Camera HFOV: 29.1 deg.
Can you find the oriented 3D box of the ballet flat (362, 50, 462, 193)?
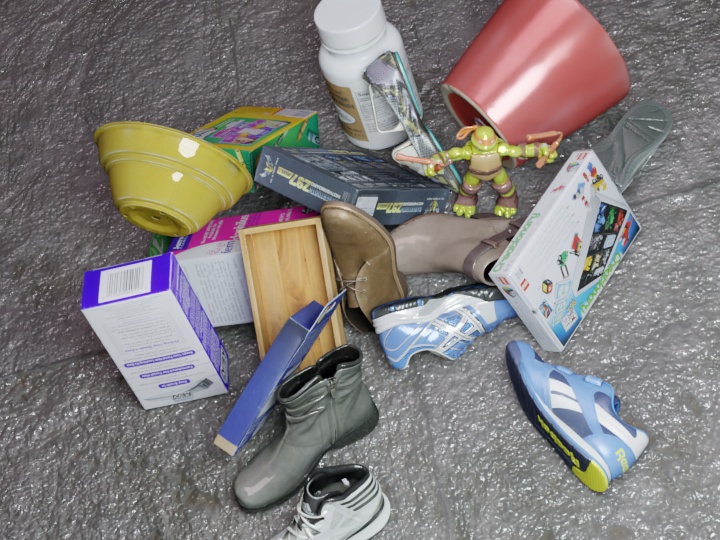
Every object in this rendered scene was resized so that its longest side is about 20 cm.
[{"bbox_3d":[0.060,-0.177,1.754,0.072,0.201,0.072,-27,12,6],"label":"ballet flat"}]

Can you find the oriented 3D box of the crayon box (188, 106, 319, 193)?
[{"bbox_3d":[-0.148,-0.161,1.819,0.118,0.059,0.200,7,23,23],"label":"crayon box"}]

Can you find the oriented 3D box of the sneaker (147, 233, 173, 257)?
[{"bbox_3d":[-0.244,-0.076,1.821,0.073,0.084,0.201,-4,51,15],"label":"sneaker"}]

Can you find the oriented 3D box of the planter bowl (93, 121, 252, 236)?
[{"bbox_3d":[-0.236,-0.095,1.670,0.199,0.200,0.084,7,70,23],"label":"planter bowl"}]

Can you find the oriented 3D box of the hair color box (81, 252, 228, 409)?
[{"bbox_3d":[-0.235,0.073,1.614,0.108,0.201,0.065,-12,46,9],"label":"hair color box"}]

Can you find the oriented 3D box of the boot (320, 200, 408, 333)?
[{"bbox_3d":[0.000,0.000,1.598,0.073,0.201,0.076,8,55,30],"label":"boot"}]

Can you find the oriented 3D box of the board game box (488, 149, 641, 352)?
[{"bbox_3d":[0.238,-0.023,1.588,0.034,0.126,0.200,1,47,51],"label":"board game box"}]

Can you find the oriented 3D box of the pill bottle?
[{"bbox_3d":[0.007,-0.266,1.819,0.113,0.201,0.115,-10,48,11],"label":"pill bottle"}]

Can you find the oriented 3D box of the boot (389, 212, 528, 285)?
[{"bbox_3d":[0.122,-0.019,1.636,0.199,0.071,0.146,-20,25,-11],"label":"boot"}]

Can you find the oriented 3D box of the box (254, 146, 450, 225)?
[{"bbox_3d":[-0.008,-0.105,1.709,0.157,0.199,0.051,27,108,32],"label":"box"}]

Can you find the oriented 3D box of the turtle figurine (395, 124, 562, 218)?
[{"bbox_3d":[0.141,-0.127,1.675,0.198,0.162,0.065,-10,58,-1],"label":"turtle figurine"}]

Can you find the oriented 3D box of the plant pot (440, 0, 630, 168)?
[{"bbox_3d":[0.210,-0.238,1.748,0.177,0.201,0.200,-43,51,-6],"label":"plant pot"}]

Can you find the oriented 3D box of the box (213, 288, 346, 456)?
[{"bbox_3d":[-0.087,0.103,1.539,0.032,0.121,0.201,34,102,4],"label":"box"}]

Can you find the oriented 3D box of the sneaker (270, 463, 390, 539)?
[{"bbox_3d":[-0.066,0.269,1.450,0.200,0.116,0.076,-36,49,-13],"label":"sneaker"}]

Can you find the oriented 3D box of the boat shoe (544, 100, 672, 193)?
[{"bbox_3d":[0.303,-0.124,1.703,0.074,0.065,0.202,40,76,19],"label":"boat shoe"}]

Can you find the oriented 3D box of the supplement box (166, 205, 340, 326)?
[{"bbox_3d":[-0.129,-0.004,1.697,0.198,0.104,0.101,-9,30,13],"label":"supplement box"}]

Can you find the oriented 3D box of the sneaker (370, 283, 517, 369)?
[{"bbox_3d":[0.112,0.060,1.608,0.198,0.078,0.076,-12,3,-7],"label":"sneaker"}]

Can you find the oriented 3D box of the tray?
[{"bbox_3d":[-0.074,0.043,1.608,0.098,0.202,0.037,-8,7,11],"label":"tray"}]

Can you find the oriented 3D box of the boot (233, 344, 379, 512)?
[{"bbox_3d":[-0.073,0.167,1.527,0.199,0.131,0.068,-37,51,-13],"label":"boot"}]

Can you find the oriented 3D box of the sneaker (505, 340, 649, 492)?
[{"bbox_3d":[0.228,0.145,1.490,0.082,0.074,0.200,-31,56,-11],"label":"sneaker"}]
